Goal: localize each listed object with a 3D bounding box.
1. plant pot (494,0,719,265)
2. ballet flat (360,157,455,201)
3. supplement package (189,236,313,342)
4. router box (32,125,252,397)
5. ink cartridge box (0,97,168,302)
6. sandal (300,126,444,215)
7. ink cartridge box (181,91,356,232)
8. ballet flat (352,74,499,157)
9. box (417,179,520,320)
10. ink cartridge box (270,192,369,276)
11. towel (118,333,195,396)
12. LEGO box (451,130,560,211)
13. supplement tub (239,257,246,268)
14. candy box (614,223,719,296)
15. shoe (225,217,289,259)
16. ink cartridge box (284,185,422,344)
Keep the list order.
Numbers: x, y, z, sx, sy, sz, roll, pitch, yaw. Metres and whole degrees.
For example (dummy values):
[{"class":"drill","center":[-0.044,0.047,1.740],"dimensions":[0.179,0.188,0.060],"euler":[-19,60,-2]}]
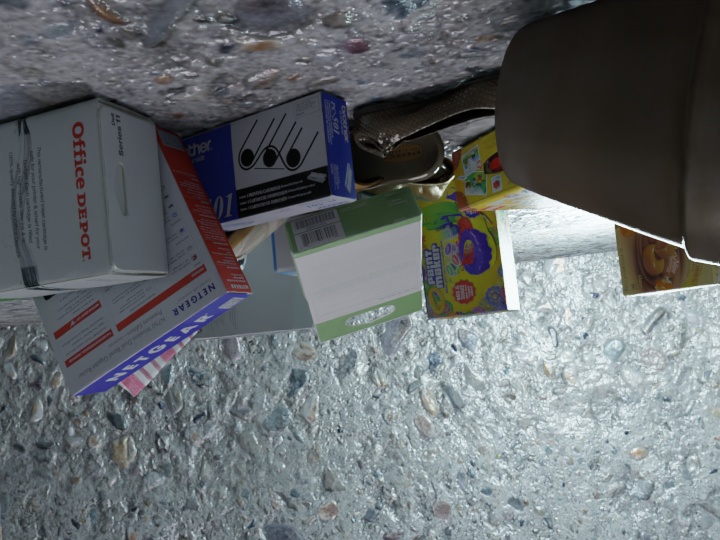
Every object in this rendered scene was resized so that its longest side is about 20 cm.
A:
[{"class":"plant pot","center":[0.195,-0.113,0.497],"dimensions":[0.171,0.204,0.199],"euler":[10,-175,33]},{"class":"ballet flat","center":[0.049,-0.124,0.836],"dimensions":[0.063,0.069,0.199],"euler":[-41,160,28]},{"class":"supplement package","center":[-0.200,0.015,1.209],"dimensions":[0.197,0.195,0.147],"euler":[-3,175,-21]},{"class":"router box","center":[-0.227,-0.007,0.686],"dimensions":[0.198,0.181,0.049],"euler":[-31,167,16]},{"class":"ink cartridge box","center":[-0.278,-0.054,0.636],"dimensions":[0.197,0.149,0.083],"euler":[-7,176,21]},{"class":"sandal","center":[-0.007,-0.108,0.725],"dimensions":[0.196,0.082,0.054],"euler":[-12,-172,-2]},{"class":"ink cartridge box","center":[-0.100,-0.095,0.685],"dimensions":[0.197,0.096,0.044],"euler":[-9,174,33]},{"class":"ballet flat","center":[0.084,-0.142,0.660],"dimensions":[0.197,0.047,0.067],"euler":[-8,175,21]},{"class":"box","center":[0.167,-0.031,1.099],"dimensions":[0.120,0.204,0.192],"euler":[-8,175,18]},{"class":"ink cartridge box","center":[-0.029,-0.059,0.959],"dimensions":[0.123,0.131,0.200],"euler":[-7,174,14]},{"class":"towel","center":[-0.217,0.044,0.819],"dimensions":[0.030,0.200,0.147],"euler":[35,160,25]},{"class":"LEGO box","center":[0.221,-0.127,0.817],"dimensions":[0.147,0.079,0.199],"euler":[-4,174,-24]},{"class":"supplement tub","center":[-0.222,-0.038,0.996],"dimensions":[0.120,0.125,0.200],"euler":[-5,175,-7]},{"class":"candy box","center":[0.356,-0.077,0.830],"dimensions":[0.055,0.204,0.115],"euler":[-1,173,-36]},{"class":"shoe","center":[-0.116,-0.048,0.773],"dimensions":[0.200,0.054,0.070],"euler":[-45,-144,-15]},{"class":"ink cartridge box","center":[0.000,0.000,0.821],"dimensions":[0.143,0.048,0.201],"euler":[-17,149,-5]}]
